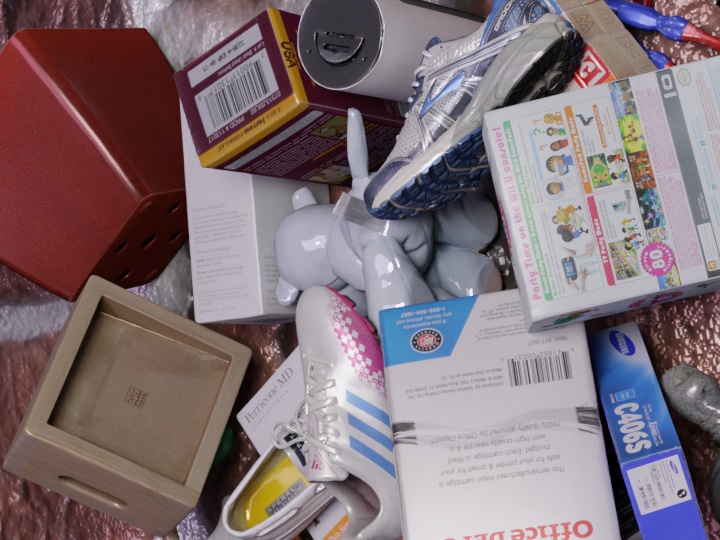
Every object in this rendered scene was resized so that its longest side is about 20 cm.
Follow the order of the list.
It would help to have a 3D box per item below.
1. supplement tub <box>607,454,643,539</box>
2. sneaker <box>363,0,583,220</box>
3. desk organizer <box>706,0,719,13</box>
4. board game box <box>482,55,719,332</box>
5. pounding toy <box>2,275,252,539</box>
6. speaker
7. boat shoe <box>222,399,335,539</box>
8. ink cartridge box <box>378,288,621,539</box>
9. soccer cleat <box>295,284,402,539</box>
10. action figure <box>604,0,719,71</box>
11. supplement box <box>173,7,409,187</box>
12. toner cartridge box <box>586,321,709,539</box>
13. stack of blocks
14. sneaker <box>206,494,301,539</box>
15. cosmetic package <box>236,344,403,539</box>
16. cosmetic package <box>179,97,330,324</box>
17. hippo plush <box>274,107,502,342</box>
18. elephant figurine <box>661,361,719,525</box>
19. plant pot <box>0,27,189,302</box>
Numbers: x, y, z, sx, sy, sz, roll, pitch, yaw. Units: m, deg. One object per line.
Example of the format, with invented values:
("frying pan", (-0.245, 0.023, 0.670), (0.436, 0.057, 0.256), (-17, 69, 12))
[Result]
("supplement tub", (0.127, 0.164, 1.248), (0.200, 0.122, 0.123), (45, 114, 29))
("sneaker", (0.070, -0.121, 1.196), (0.200, 0.077, 0.085), (-45, 62, 14))
("desk organizer", (0.302, -0.186, 1.152), (0.200, 0.077, 0.072), (51, 117, 25))
("board game box", (0.194, -0.054, 1.117), (0.198, 0.064, 0.149), (-12, 81, 1))
("pounding toy", (-0.192, 0.147, 1.429), (0.142, 0.199, 0.185), (-47, 21, 57))
("speaker", (0.039, -0.169, 1.268), (0.081, 0.199, 0.082), (0, 89, 35))
("boat shoe", (-0.039, 0.139, 1.300), (0.202, 0.086, 0.075), (-44, 66, 14))
("ink cartridge box", (0.097, 0.122, 1.152), (0.145, 0.084, 0.202), (-8, 66, 5))
("soccer cleat", (-0.014, 0.110, 1.227), (0.070, 0.086, 0.201), (-31, 81, 55))
("action figure", (0.194, -0.186, 1.248), (0.199, 0.052, 0.066), (31, 103, 26))
("supplement box", (-0.038, -0.134, 1.324), (0.110, 0.199, 0.086), (-28, 72, 32))
("toner cartridge box", (0.198, 0.120, 1.141), (0.043, 0.200, 0.096), (-16, 111, 7))
("stack of blocks", (0.173, -0.106, 1.219), (0.201, 0.058, 0.115), (54, 132, 10))
("sneaker", (-0.117, 0.292, 1.467), (0.092, 0.075, 0.201), (40, 112, 48))
("cosmetic package", (-0.007, 0.167, 1.378), (0.102, 0.071, 0.200), (-49, 63, 26))
("cosmetic package", (-0.087, -0.057, 1.416), (0.081, 0.113, 0.202), (-9, 82, 35))
("hippo plush", (0.000, 0.000, 1.314), (0.160, 0.199, 0.161), (-16, 58, 43))
("elephant figurine", (0.299, 0.168, 1.120), (0.199, 0.141, 0.156), (12, 81, 30))
("plant pot", (-0.246, -0.085, 1.494), (0.176, 0.199, 0.200), (47, 116, 14))
